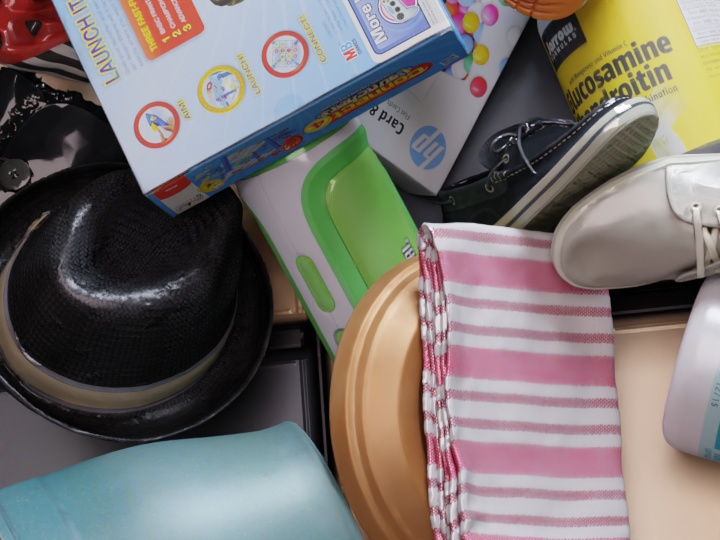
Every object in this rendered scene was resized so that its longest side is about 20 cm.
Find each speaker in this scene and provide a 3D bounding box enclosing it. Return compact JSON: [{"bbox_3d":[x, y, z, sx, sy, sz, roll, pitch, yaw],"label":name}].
[{"bbox_3d":[0.000,0.000,1.629,0.088,0.088,0.200,-29,103,-1],"label":"speaker"}]

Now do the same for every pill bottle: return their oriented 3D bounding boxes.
[{"bbox_3d":[0.282,0.076,1.597,0.199,0.111,0.111,16,77,12],"label":"pill bottle"},{"bbox_3d":[0.173,-0.129,1.663,0.112,0.112,0.201,-22,76,1],"label":"pill bottle"}]

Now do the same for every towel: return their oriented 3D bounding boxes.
[{"bbox_3d":[0.097,0.073,1.574,0.030,0.146,0.201,-12,79,47],"label":"towel"}]

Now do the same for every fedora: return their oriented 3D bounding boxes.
[{"bbox_3d":[-0.130,0.000,1.604,0.200,0.092,0.201,12,56,-17],"label":"fedora"}]

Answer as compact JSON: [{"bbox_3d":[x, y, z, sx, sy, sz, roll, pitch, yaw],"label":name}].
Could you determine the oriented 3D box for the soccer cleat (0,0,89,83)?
[{"bbox_3d":[-0.134,-0.144,1.658,0.199,0.085,0.069,-1,77,21],"label":"soccer cleat"}]

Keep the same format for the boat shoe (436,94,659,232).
[{"bbox_3d":[0.103,-0.060,1.621,0.074,0.200,0.062,-22,81,-33],"label":"boat shoe"}]

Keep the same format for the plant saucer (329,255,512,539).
[{"bbox_3d":[0.068,0.086,1.590,0.037,0.200,0.201,-13,67,48],"label":"plant saucer"}]

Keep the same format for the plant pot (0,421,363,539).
[{"bbox_3d":[-0.095,0.181,1.581,0.187,0.200,0.200,-24,72,-12],"label":"plant pot"}]

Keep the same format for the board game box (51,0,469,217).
[{"bbox_3d":[-0.070,-0.165,1.567,0.195,0.056,0.200,-28,73,6],"label":"board game box"}]

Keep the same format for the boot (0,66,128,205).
[{"bbox_3d":[-0.186,-0.020,1.702,0.200,0.076,0.168,34,85,21],"label":"boot"}]

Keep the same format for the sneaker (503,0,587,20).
[{"bbox_3d":[0.069,-0.226,1.620,0.200,0.076,0.092,38,48,13],"label":"sneaker"}]

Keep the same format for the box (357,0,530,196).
[{"bbox_3d":[0.028,-0.171,1.688,0.156,0.041,0.200,35,78,-30],"label":"box"}]

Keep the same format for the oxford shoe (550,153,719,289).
[{"bbox_3d":[0.207,-0.027,1.573,0.199,0.075,0.058,-11,32,-1],"label":"oxford shoe"}]
